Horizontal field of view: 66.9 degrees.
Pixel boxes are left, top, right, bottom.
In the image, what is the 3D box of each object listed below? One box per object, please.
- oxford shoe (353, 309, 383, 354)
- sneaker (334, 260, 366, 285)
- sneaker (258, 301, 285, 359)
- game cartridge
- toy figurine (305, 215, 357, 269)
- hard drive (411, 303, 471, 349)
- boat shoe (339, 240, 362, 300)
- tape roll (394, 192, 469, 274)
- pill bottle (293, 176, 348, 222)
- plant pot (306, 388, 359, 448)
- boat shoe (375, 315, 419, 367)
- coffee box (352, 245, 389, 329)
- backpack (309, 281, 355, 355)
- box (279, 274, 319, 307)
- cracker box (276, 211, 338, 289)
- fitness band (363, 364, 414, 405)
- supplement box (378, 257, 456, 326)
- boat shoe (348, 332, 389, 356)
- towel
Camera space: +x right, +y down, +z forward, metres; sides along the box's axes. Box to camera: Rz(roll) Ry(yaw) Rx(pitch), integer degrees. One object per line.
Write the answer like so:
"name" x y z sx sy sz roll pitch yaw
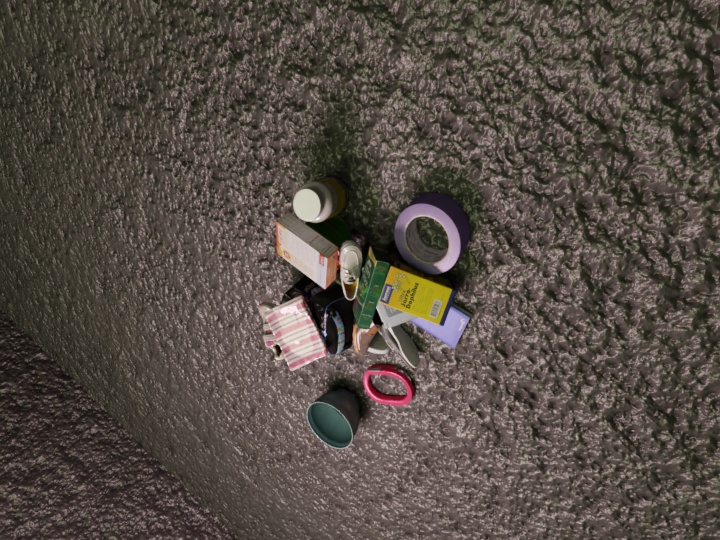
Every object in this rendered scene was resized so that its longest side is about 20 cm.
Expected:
"oxford shoe" 0.027 0.177 1.705 0.072 0.069 0.207 31 117 47
"sneaker" 0.000 0.000 1.694 0.194 0.074 0.110 17 113 23
"sneaker" -0.272 0.197 1.745 0.080 0.088 0.205 -19 105 37
"game cartridge" 0.096 0.060 1.618 0.129 0.042 0.206 -21 102 11
"toy figurine" -0.111 -0.052 1.687 0.198 0.151 0.185 37 135 2
"hard drive" 0.224 0.133 1.642 0.196 0.025 0.135 31 128 15
"boat shoe" -0.029 0.005 1.582 0.068 0.071 0.204 -1 136 -7
"tape roll" 0.195 -0.101 1.491 0.194 0.085 0.207 16 124 24
"pill bottle" -0.114 -0.200 1.547 0.108 0.200 0.117 5 105 18
"plant pot" -0.081 0.522 1.989 0.194 0.134 0.207 16 124 25
"boat shoe" 0.117 0.225 1.737 0.060 0.075 0.204 -34 83 40
"coffee box" 0.027 0.046 1.542 0.042 0.124 0.206 12 111 -12
"backpack" -0.075 0.153 1.741 0.132 0.179 0.207 25 127 39
"box" -0.209 0.128 1.830 0.085 0.164 0.203 35 130 8
"cracker box" -0.155 -0.057 1.567 0.197 0.057 0.136 36 144 20
"fitness band" 0.095 0.394 1.869 0.194 0.037 0.148 -3 116 35
"supplement box" 0.157 0.058 1.532 0.193 0.109 0.113 20 104 -2
"boat shoe" 0.021 0.246 1.820 0.195 0.072 0.073 13 134 36
"towel" -0.198 0.194 1.678 0.142 0.030 0.205 -24 97 15
